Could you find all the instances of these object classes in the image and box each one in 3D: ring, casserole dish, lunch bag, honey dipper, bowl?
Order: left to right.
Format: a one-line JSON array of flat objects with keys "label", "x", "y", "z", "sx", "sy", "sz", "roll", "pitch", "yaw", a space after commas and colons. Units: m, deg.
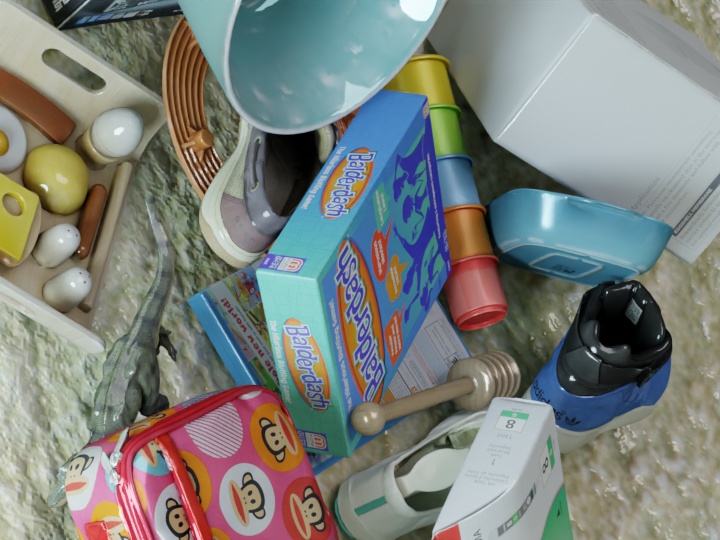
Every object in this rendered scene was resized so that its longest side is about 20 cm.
[{"label": "lunch bag", "x": -0.093, "y": 0.179, "z": 1.497, "sx": 0.176, "sy": 0.082, "sz": 0.200, "roll": -23, "pitch": 94, "yaw": -48}, {"label": "ring", "x": -0.057, "y": -0.099, "z": 1.727, "sx": 0.200, "sy": 0.019, "sz": 0.200, "roll": 25, "pitch": 55, "yaw": -41}, {"label": "bowl", "x": -0.041, "y": -0.197, "z": 1.597, "sx": 0.201, "sy": 0.201, "sz": 0.105, "roll": -14, "pitch": 45, "yaw": -46}, {"label": "honey dipper", "x": 0.049, "y": 0.083, "z": 1.695, "sx": 0.200, "sy": 0.038, "sz": 0.038, "roll": -10, "pitch": 73, "yaw": -61}, {"label": "casserole dish", "x": 0.151, "y": -0.020, "z": 1.815, "sx": 0.121, "sy": 0.200, "sz": 0.039, "roll": 15, "pitch": 84, "yaw": -6}]

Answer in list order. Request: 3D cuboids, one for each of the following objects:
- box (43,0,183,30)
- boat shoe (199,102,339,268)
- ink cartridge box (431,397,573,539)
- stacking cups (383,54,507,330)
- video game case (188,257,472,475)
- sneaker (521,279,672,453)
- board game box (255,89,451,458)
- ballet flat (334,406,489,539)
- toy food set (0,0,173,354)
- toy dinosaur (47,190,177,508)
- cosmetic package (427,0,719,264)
[{"label": "box", "x": -0.098, "y": -0.228, "z": 1.712, "sx": 0.200, "sy": 0.158, "sz": 0.050, "roll": -13, "pitch": 75, "yaw": -47}, {"label": "boat shoe", "x": -0.045, "y": -0.086, "z": 1.666, "sx": 0.072, "sy": 0.065, "sz": 0.200, "roll": 48, "pitch": 42, "yaw": -24}, {"label": "ink cartridge box", "x": 0.086, "y": 0.207, "z": 1.643, "sx": 0.200, "sy": 0.050, "sz": 0.161, "roll": -63, "pitch": 151, "yaw": -46}, {"label": "stacking cups", "x": 0.062, "y": -0.054, "z": 1.832, "sx": 0.060, "sy": 0.061, "sz": 0.200, "roll": 0, "pitch": 68, "yaw": -43}, {"label": "video game case", "x": -0.015, "y": 0.045, "z": 1.730, "sx": 0.200, "sy": 0.018, "sz": 0.143, "roll": -29, "pitch": 88, "yaw": -48}, {"label": "sneaker", "x": 0.193, "y": 0.054, "z": 1.828, "sx": 0.077, "sy": 0.111, "sz": 0.200, "roll": 43, "pitch": 32, "yaw": 16}, {"label": "board game box", "x": 0.000, "y": 0.000, "z": 1.662, "sx": 0.200, "sy": 0.045, "sz": 0.152, "roll": -60, "pitch": 150, "yaw": -43}, {"label": "ballet flat", "x": 0.066, "y": 0.133, "z": 1.717, "sx": 0.200, "sy": 0.069, "sz": 0.069, "roll": -22, "pitch": 82, "yaw": -47}, {"label": "toy food set", "x": -0.198, "y": -0.061, "z": 1.591, "sx": 0.143, "sy": 0.060, "sz": 0.200, "roll": 33, "pitch": 47, "yaw": -25}, {"label": "toy dinosaur", "x": -0.137, "y": 0.060, "z": 1.561, "sx": 0.088, "sy": 0.047, "sz": 0.200, "roll": 52, "pitch": 50, "yaw": -66}, {"label": "cosmetic package", "x": 0.178, "y": -0.135, "z": 1.881, "sx": 0.200, "sy": 0.123, "sz": 0.199, "roll": 31, "pitch": 16, "yaw": -27}]
